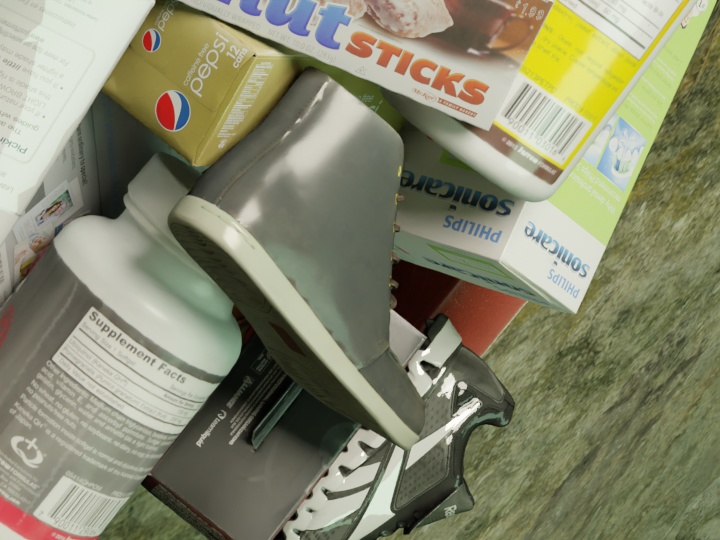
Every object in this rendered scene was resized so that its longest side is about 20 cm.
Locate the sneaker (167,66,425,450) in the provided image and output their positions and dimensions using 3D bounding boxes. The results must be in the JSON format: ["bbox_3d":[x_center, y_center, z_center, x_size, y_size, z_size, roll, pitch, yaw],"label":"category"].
[{"bbox_3d":[0.000,0.000,1.040,0.106,0.075,0.200,-50,135,-15],"label":"sneaker"}]

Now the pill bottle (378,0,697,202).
[{"bbox_3d":[0.104,-0.141,1.057,0.200,0.109,0.109,-54,158,8],"label":"pill bottle"}]

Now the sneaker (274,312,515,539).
[{"bbox_3d":[0.018,0.128,1.260,0.200,0.090,0.066,-52,-179,2],"label":"sneaker"}]

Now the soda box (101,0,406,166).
[{"bbox_3d":[-0.040,-0.098,1.073,0.064,0.068,0.200,-59,159,18],"label":"soda box"}]

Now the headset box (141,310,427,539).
[{"bbox_3d":[-0.047,0.079,1.186,0.149,0.077,0.200,-52,180,-9],"label":"headset box"}]

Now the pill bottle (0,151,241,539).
[{"bbox_3d":[-0.130,0.043,1.081,0.200,0.111,0.111,-51,158,7],"label":"pill bottle"}]

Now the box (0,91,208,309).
[{"bbox_3d":[-0.140,-0.069,1.079,0.200,0.041,0.156,-38,156,-24],"label":"box"}]

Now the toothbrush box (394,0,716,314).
[{"bbox_3d":[0.084,-0.096,1.187,0.086,0.145,0.200,31,81,-48],"label":"toothbrush box"}]

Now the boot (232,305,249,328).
[{"bbox_3d":[-0.123,0.000,1.202,0.200,0.077,0.155,-46,155,12],"label":"boot"}]

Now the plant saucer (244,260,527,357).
[{"bbox_3d":[0.011,0.022,1.365,0.037,0.200,0.200,37,94,-33],"label":"plant saucer"}]

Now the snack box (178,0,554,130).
[{"bbox_3d":[-0.017,-0.134,0.972,0.024,0.200,0.072,-85,-160,-61],"label":"snack box"}]

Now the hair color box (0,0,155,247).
[{"bbox_3d":[-0.185,-0.065,0.921,0.100,0.061,0.200,25,108,-32],"label":"hair color box"}]
